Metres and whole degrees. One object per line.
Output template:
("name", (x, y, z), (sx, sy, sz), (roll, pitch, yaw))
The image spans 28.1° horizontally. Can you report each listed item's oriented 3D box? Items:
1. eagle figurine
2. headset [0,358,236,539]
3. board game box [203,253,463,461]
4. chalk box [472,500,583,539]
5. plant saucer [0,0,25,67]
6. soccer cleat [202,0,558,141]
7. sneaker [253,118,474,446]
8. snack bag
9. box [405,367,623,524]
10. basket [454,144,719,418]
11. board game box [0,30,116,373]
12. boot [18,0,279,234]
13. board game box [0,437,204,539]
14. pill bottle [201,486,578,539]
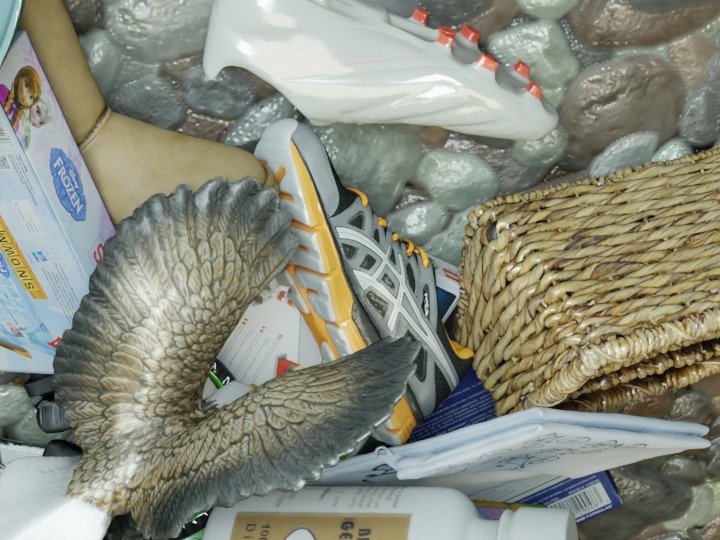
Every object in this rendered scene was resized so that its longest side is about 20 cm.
("eagle figurine", (-0.083, 0.071, 0.720), (0.151, 0.151, 0.200), (24, 123, -15))
("headset", (-0.159, 0.098, 0.821), (0.199, 0.094, 0.124), (1, 90, -14))
("board game box", (-0.040, 0.058, 0.895), (0.126, 0.035, 0.200), (25, 112, -18))
("chalk box", (0.089, 0.233, 0.957), (0.199, 0.124, 0.125), (8, 104, -22))
("plant saucer", (-0.224, -0.142, 0.651), (0.200, 0.200, 0.036), (-38, 168, 19))
("soccer cleat", (0.011, -0.105, 0.780), (0.199, 0.069, 0.078), (20, 112, -15))
("sneaker", (0.000, 0.000, 0.816), (0.077, 0.078, 0.201), (-32, 114, -20))
("snack bag", (0.080, 0.115, 0.860), (0.200, 0.021, 0.188), (-20, 161, 37))
("box", (0.091, 0.116, 0.989), (0.121, 0.032, 0.200), (-25, 127, 9))
("basket", (0.171, 0.035, 0.841), (0.199, 0.149, 0.143), (-14, 131, -21))
("board game box", (-0.229, -0.029, 0.761), (0.199, 0.041, 0.200), (2, 132, 22))
("boot", (-0.148, -0.104, 0.726), (0.174, 0.066, 0.200), (0, 132, 20))
("board game box", (-0.131, 0.170, 0.878), (0.199, 0.105, 0.023), (11, 165, -7))
("pill bottle", (0.019, 0.177, 0.798), (0.199, 0.115, 0.115), (-2, 130, 14))
